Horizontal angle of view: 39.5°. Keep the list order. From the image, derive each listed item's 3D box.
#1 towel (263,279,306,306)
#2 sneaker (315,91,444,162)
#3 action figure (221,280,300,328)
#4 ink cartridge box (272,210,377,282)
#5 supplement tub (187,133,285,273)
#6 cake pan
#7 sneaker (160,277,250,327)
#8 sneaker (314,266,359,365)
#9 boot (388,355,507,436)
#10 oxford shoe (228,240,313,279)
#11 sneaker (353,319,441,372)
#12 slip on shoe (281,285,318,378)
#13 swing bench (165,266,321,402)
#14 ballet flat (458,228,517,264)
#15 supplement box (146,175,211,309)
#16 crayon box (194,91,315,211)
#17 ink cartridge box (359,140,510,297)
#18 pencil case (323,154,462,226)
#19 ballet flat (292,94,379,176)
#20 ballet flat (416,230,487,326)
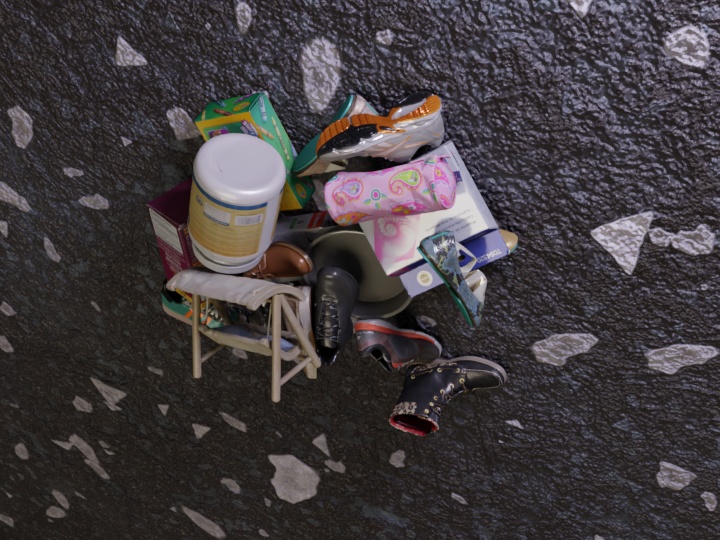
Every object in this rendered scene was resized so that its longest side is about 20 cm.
[{"bbox_3d":[-0.126,0.033,1.889,0.199,0.024,0.147,19,135,10],"label":"towel"},{"bbox_3d":[0.034,-0.189,1.498,0.199,0.076,0.092,-17,134,8],"label":"sneaker"},{"bbox_3d":[-0.152,0.071,1.841,0.199,0.119,0.102,-2,88,33],"label":"action figure"},{"bbox_3d":[-0.074,-0.045,1.757,0.199,0.050,0.109,-8,127,23],"label":"ink cartridge box"},{"bbox_3d":[-0.203,-0.104,1.616,0.144,0.145,0.200,25,138,6],"label":"supplement tub"},{"bbox_3d":[0.000,0.000,1.711,0.199,0.037,0.201,9,133,10],"label":"cake pan"},{"bbox_3d":[-0.314,0.072,1.999,0.199,0.071,0.080,18,142,16],"label":"sneaker"},{"bbox_3d":[-0.046,0.081,1.712,0.076,0.091,0.200,7,131,11],"label":"sneaker"},{"bbox_3d":[0.155,0.227,1.821,0.199,0.151,0.073,3,132,27],"label":"boot"},{"bbox_3d":[-0.160,-0.005,1.721,0.200,0.071,0.071,0,128,45],"label":"oxford shoe"},{"bbox_3d":[0.063,0.147,1.801,0.200,0.082,0.077,19,157,-36],"label":"sneaker"},{"bbox_3d":[-0.107,0.110,1.775,0.060,0.076,0.200,1,134,7],"label":"slip on shoe"},{"bbox_3d":[-0.194,0.088,1.686,0.198,0.130,0.201,12,126,36],"label":"swing bench"},{"bbox_3d":[0.155,-0.043,1.616,0.199,0.069,0.063,-11,128,37],"label":"ballet flat"},{"bbox_3d":[-0.285,-0.053,1.796,0.103,0.131,0.200,32,144,34],"label":"supplement box"},{"bbox_3d":[-0.173,-0.190,1.668,0.118,0.058,0.200,-4,128,33],"label":"crayon box"},{"bbox_3d":[0.103,-0.071,1.569,0.196,0.043,0.200,-26,96,29],"label":"ink cartridge box"},{"bbox_3d":[0.047,-0.119,1.505,0.199,0.088,0.088,-8,126,28],"label":"pencil case"},{"bbox_3d":[-0.036,-0.196,1.582,0.067,0.068,0.200,27,142,-20],"label":"ballet flat"},{"bbox_3d":[0.159,0.012,1.553,0.074,0.074,0.200,-3,142,32],"label":"ballet flat"}]
